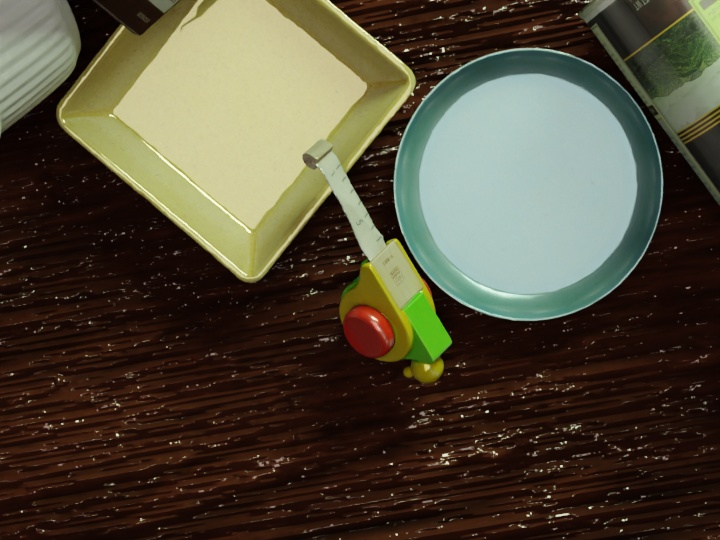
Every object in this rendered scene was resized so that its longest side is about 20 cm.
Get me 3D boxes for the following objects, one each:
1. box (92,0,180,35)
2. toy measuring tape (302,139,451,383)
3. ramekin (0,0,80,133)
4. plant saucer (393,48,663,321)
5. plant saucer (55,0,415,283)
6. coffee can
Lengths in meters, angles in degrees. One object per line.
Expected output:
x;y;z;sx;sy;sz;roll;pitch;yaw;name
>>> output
-0.174;-0.305;1.165;0.166;0.164;0.200;-39;73;6;box
0.000;0.000;1.244;0.073;0.074;0.201;-30;103;7;toy measuring tape
-0.286;-0.193;1.198;0.105;0.200;0.201;-35;91;-17;ramekin
0.124;-0.064;1.257;0.199;0.027;0.202;0;96;4;plant saucer
-0.091;-0.128;1.259;0.200;0.048;0.200;40;97;1;plant saucer
0.268;-0.143;1.177;0.146;0.146;0.200;-37;91;7;coffee can
